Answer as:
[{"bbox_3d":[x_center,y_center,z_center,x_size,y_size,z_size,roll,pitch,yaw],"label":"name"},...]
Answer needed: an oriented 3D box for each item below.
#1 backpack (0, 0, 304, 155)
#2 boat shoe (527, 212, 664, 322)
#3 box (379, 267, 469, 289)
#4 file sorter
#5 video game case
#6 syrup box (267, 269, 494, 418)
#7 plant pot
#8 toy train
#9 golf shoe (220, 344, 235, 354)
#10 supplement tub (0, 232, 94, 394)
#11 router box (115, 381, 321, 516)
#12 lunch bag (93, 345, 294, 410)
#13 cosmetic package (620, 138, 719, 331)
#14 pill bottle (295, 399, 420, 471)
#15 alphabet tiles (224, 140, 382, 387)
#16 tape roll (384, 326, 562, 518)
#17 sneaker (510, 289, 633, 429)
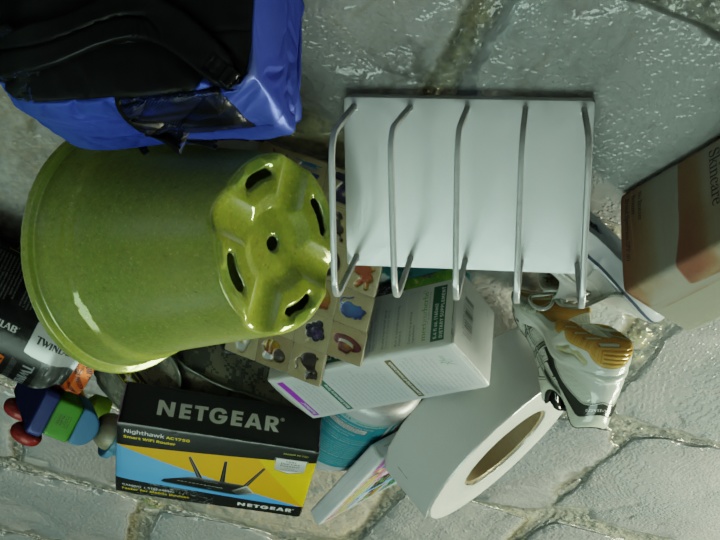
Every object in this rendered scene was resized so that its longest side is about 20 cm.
[{"bbox_3d":[-0.142,-0.155,0.798,0.197,0.165,0.168,-3,159,14],"label":"backpack"},{"bbox_3d":[0.180,-0.001,1.003,0.201,0.075,0.086,35,115,-29],"label":"boat shoe"},{"bbox_3d":[0.000,0.000,1.087,0.198,0.050,0.082,26,142,-23],"label":"box"},{"bbox_3d":[0.076,-0.052,0.883,0.196,0.125,0.141,2,109,10],"label":"file sorter"},{"bbox_3d":[0.050,0.205,1.296,0.180,0.024,0.200,-22,160,-33],"label":"video game case"},{"bbox_3d":[0.018,0.070,1.067,0.197,0.080,0.081,-13,141,29],"label":"syrup box"},{"bbox_3d":[-0.127,-0.018,0.895,0.182,0.203,0.200,0,148,40],"label":"plant pot"},{"bbox_3d":[-0.327,0.138,1.288,0.115,0.085,0.200,28,-177,-27],"label":"toy train"},{"bbox_3d":[-0.151,0.001,1.084,0.077,0.096,0.200,-14,138,31],"label":"golf shoe"},{"bbox_3d":[-0.345,0.035,1.136,0.198,0.124,0.122,28,142,-16],"label":"supplement tub"},{"bbox_3d":[-0.146,0.184,1.175,0.197,0.052,0.150,9,143,-6],"label":"router box"},{"bbox_3d":[-0.176,0.104,1.215,0.197,0.119,0.164,21,142,-15],"label":"lunch bag"},{"bbox_3d":[0.306,-0.045,0.911,0.087,0.105,0.199,27,140,-27],"label":"cosmetic package"},{"bbox_3d":[-0.014,0.144,1.241,0.109,0.112,0.200,18,144,-13],"label":"pill bottle"},{"bbox_3d":[-0.061,-0.004,1.013,0.164,0.006,0.203,19,113,16],"label":"alphabet tiles"},{"bbox_3d":[0.119,0.149,1.139,0.071,0.201,0.204,47,152,21],"label":"tape roll"},{"bbox_3d":[0.175,0.076,1.037,0.074,0.200,0.089,5,105,-9],"label":"sneaker"}]
